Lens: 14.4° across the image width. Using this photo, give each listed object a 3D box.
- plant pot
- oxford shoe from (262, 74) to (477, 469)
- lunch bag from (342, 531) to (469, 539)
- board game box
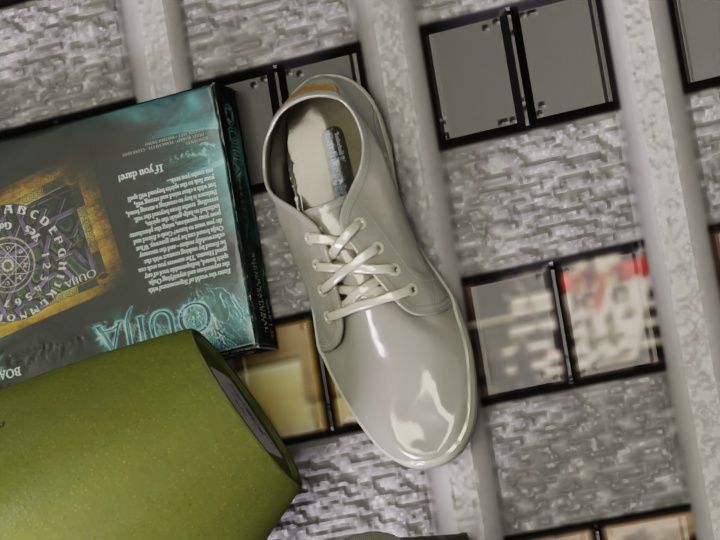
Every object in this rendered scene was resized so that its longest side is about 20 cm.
[{"bbox_3d":[-0.134,0.121,1.358,0.200,0.187,0.188,-36,74,3],"label":"plant pot"},{"bbox_3d":[0.000,0.000,1.365,0.075,0.058,0.201,-20,81,17],"label":"oxford shoe"},{"bbox_3d":[0.034,0.205,1.259,0.118,0.200,0.164,-48,71,12],"label":"lunch bag"},{"bbox_3d":[-0.146,-0.005,1.437,0.199,0.028,0.136,-13,82,20],"label":"board game box"}]
